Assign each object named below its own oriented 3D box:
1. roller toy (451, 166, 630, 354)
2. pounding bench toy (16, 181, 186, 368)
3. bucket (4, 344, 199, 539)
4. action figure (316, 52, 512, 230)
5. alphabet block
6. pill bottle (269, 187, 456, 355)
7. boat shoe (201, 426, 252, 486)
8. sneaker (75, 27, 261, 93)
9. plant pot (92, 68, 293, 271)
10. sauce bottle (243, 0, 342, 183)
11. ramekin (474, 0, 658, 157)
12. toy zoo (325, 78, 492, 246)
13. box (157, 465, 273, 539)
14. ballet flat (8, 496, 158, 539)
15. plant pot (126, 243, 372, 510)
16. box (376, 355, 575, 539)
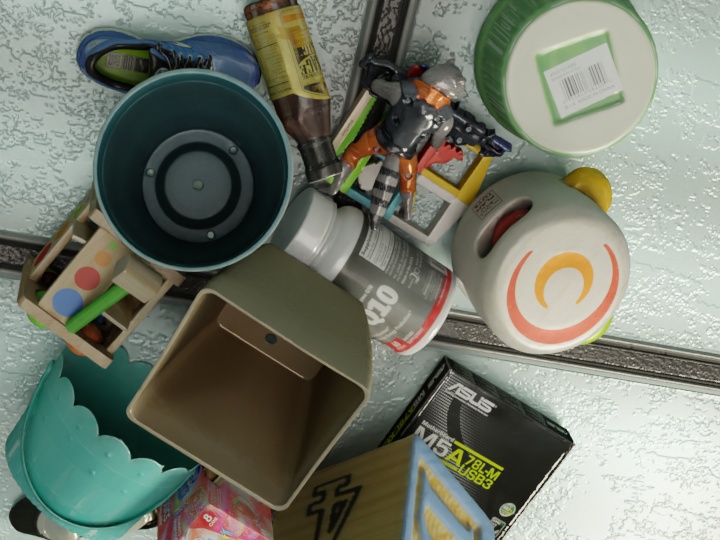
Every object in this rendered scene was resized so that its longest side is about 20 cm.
[{"bbox_3d":[0.201,-0.014,1.685,0.180,0.140,0.202,-4,117,-17],"label":"roller toy"},{"bbox_3d":[-0.284,0.019,1.597,0.124,0.200,0.156,39,101,-20],"label":"pounding bench toy"},{"bbox_3d":[-0.291,0.194,1.670,0.206,0.208,0.135,35,107,-19],"label":"bucket"},{"bbox_3d":[0.070,-0.138,1.618,0.198,0.105,0.195,22,116,-12],"label":"action figure"},{"bbox_3d":[0.024,0.344,1.731,0.199,0.197,0.196,-25,121,26],"label":"alphabet block"},{"bbox_3d":[0.000,0.000,1.676,0.199,0.114,0.114,32,104,-18],"label":"pill bottle"},{"bbox_3d":[-0.162,0.171,1.674,0.068,0.200,0.072,39,107,-13],"label":"boat shoe"},{"bbox_3d":[-0.203,-0.210,1.579,0.197,0.089,0.079,2,111,-11],"label":"sneaker"},{"bbox_3d":[-0.171,-0.097,1.558,0.197,0.188,0.203,0,89,-4],"label":"plant pot"},{"bbox_3d":[-0.067,-0.195,1.591,0.065,0.066,0.202,-19,97,0],"label":"sauce bottle"},{"bbox_3d":[0.231,-0.223,1.630,0.197,0.098,0.202,-3,111,-7],"label":"ramekin"},{"bbox_3d":[0.060,-0.116,1.690,0.199,0.020,0.132,30,104,-18],"label":"toy zoo"},{"bbox_3d":[-0.169,0.274,1.711,0.094,0.200,0.103,36,105,-19],"label":"box"},{"bbox_3d":[-0.323,0.290,1.768,0.198,0.069,0.069,-9,113,-4],"label":"ballet flat"},{"bbox_3d":[-0.099,0.093,1.577,0.199,0.178,0.201,32,122,-5],"label":"plant pot"},{"bbox_3d":[0.130,0.233,1.821,0.199,0.048,0.194,32,107,-18],"label":"box"}]
